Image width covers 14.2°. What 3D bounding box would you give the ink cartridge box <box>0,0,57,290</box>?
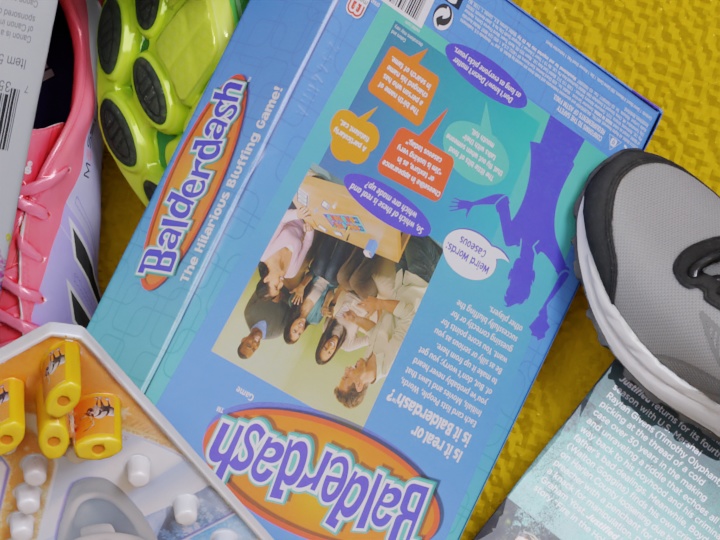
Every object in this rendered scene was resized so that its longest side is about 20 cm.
[{"bbox_3d":[-0.209,-0.030,0.939,0.144,0.145,0.201,11,90,39],"label":"ink cartridge box"}]

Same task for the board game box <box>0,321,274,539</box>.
[{"bbox_3d":[-0.117,0.129,0.907,0.200,0.200,0.026,-28,35,15],"label":"board game box"}]

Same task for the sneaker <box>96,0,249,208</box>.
[{"bbox_3d":[-0.047,-0.105,0.994,0.074,0.083,0.201,-29,60,46],"label":"sneaker"}]

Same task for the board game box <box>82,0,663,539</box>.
[{"bbox_3d":[0.000,0.000,0.949,0.045,0.152,0.200,18,79,50],"label":"board game box"}]

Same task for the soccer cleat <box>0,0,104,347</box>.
[{"bbox_3d":[-0.116,-0.012,0.996,0.066,0.076,0.201,1,80,7],"label":"soccer cleat"}]

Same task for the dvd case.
[{"bbox_3d":[0.098,0.129,0.975,0.146,0.022,0.200,37,87,11],"label":"dvd case"}]

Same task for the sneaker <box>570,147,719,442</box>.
[{"bbox_3d":[0.144,0.031,0.930,0.074,0.079,0.200,-19,59,-35],"label":"sneaker"}]
